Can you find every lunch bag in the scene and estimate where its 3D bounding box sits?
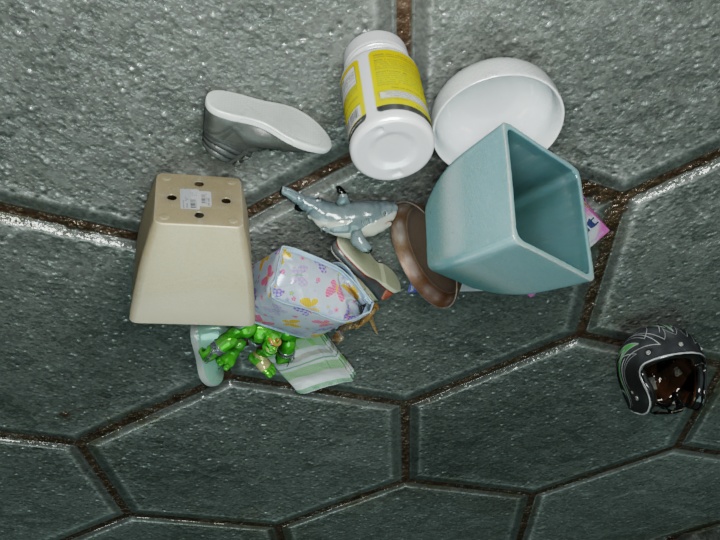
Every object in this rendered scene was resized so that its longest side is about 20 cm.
[{"bbox_3d":[-0.099,0.047,1.476,0.199,0.128,0.169,23,156,-23],"label":"lunch bag"}]

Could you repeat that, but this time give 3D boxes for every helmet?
[{"bbox_3d":[0.661,0.214,1.797,0.199,0.192,0.200,-3,-179,0],"label":"helmet"}]

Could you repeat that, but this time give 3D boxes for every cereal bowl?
[{"bbox_3d":[0.199,-0.242,1.229,0.199,0.084,0.201,-5,143,-4],"label":"cereal bowl"}]

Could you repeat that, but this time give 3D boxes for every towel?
[{"bbox_3d":[-0.112,0.203,1.775,0.148,0.031,0.200,-19,140,12],"label":"towel"}]

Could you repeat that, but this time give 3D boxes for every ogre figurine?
[{"bbox_3d":[-0.198,0.135,1.557,0.199,0.098,0.120,21,122,-23],"label":"ogre figurine"}]

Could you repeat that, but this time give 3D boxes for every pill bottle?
[{"bbox_3d":[0.032,-0.231,1.119,0.114,0.201,0.115,-4,142,-4],"label":"pill bottle"}]

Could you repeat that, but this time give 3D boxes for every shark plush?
[{"bbox_3d":[-0.040,-0.110,1.400,0.199,0.091,0.084,23,116,-5],"label":"shark plush"}]

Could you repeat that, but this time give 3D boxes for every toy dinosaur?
[{"bbox_3d":[-0.002,0.091,1.624,0.106,0.060,0.200,-54,162,24],"label":"toy dinosaur"}]

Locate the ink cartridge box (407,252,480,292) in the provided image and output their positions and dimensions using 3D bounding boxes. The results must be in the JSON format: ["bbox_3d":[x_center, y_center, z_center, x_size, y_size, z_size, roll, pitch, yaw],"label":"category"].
[{"bbox_3d":[0.192,-0.009,1.555,0.199,0.042,0.120,-3,140,-11],"label":"ink cartridge box"}]

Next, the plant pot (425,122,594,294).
[{"bbox_3d":[0.208,-0.067,1.243,0.196,0.197,0.200,21,147,-38],"label":"plant pot"}]

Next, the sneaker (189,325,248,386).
[{"bbox_3d":[-0.273,0.173,1.669,0.117,0.074,0.201,-1,139,1],"label":"sneaker"}]

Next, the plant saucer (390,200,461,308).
[{"bbox_3d":[0.118,-0.032,1.410,0.034,0.201,0.201,-24,146,-21],"label":"plant saucer"}]

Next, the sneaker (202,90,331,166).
[{"bbox_3d":[-0.149,-0.200,1.238,0.199,0.071,0.099,15,139,-18],"label":"sneaker"}]

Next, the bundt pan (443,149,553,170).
[{"bbox_3d":[0.240,-0.135,1.378,0.201,0.076,0.202,-6,142,-4],"label":"bundt pan"}]

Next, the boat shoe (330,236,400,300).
[{"bbox_3d":[0.000,0.000,1.513,0.062,0.071,0.200,-24,143,24],"label":"boat shoe"}]

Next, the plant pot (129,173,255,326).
[{"bbox_3d":[-0.265,-0.045,1.321,0.199,0.200,0.178,3,130,-14],"label":"plant pot"}]

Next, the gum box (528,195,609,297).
[{"bbox_3d":[0.339,-0.057,1.468,0.200,0.066,0.113,-43,132,17],"label":"gum box"}]
